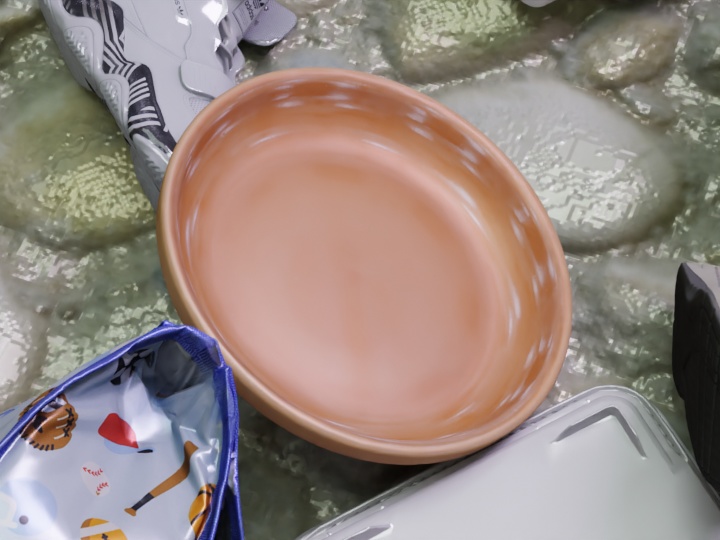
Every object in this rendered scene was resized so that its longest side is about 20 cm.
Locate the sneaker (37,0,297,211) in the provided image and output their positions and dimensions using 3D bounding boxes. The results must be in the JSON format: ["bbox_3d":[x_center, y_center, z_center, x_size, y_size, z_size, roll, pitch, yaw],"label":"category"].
[{"bbox_3d":[-0.074,-0.101,1.094,0.115,0.075,0.200,-28,59,-9],"label":"sneaker"}]

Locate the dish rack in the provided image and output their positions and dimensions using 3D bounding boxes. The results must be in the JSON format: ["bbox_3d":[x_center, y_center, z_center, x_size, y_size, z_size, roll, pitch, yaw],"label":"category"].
[{"bbox_3d":[0.076,0.142,0.963,0.200,0.044,0.172,-26,61,-12],"label":"dish rack"}]

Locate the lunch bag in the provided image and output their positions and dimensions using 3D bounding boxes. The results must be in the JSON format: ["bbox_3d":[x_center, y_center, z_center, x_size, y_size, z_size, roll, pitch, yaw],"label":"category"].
[{"bbox_3d":[-0.132,0.123,0.904,0.124,0.170,0.200,34,62,-14],"label":"lunch bag"}]

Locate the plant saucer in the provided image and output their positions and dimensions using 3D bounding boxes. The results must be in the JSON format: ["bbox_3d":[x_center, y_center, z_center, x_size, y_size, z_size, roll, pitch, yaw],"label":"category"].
[{"bbox_3d":[0.000,0.000,1.011,0.200,0.037,0.201,13,55,-20],"label":"plant saucer"}]

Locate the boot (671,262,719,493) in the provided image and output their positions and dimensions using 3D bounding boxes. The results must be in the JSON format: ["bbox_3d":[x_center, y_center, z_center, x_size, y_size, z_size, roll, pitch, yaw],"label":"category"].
[{"bbox_3d":[0.214,0.042,0.944,0.153,0.204,0.074,2,104,1],"label":"boot"}]

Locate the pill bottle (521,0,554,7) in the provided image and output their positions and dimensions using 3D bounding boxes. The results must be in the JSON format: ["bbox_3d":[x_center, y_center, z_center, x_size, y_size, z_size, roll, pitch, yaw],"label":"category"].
[{"bbox_3d":[0.155,-0.213,1.121,0.200,0.113,0.113,-27,62,-12],"label":"pill bottle"}]
